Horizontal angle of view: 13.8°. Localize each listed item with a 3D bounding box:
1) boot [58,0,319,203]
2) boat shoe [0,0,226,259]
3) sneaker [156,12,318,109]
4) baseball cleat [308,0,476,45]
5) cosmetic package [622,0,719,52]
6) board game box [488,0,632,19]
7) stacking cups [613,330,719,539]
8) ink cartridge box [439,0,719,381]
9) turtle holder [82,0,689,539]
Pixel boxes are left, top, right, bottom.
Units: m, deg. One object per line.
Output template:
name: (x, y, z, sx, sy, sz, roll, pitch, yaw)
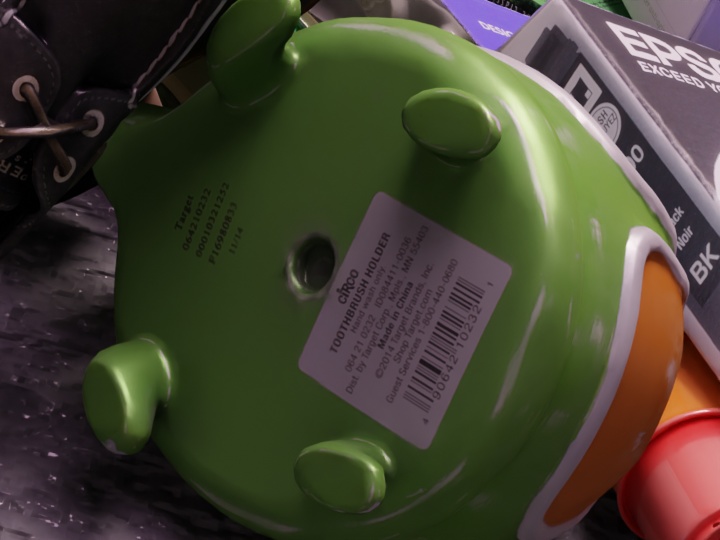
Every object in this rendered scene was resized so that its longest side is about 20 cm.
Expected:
boot: (-0.070, -0.099, 0.842, 0.074, 0.200, 0.097, -14, 74, -44)
boat shoe: (-0.094, -0.036, 0.759, 0.068, 0.200, 0.057, 32, 26, -36)
sneaker: (-0.036, -0.062, 0.915, 0.200, 0.089, 0.077, 32, 63, 35)
baseball cleat: (0.020, -0.088, 1.040, 0.106, 0.070, 0.200, -8, 37, -40)
cosmetic package: (0.201, -0.114, 1.147, 0.199, 0.085, 0.108, 11, 34, -24)
board game box: (0.119, -0.116, 1.206, 0.105, 0.024, 0.199, 36, 32, 29)
stacking cups: (0.082, 0.024, 0.876, 0.060, 0.061, 0.200, 5, 30, -23)
ink cartridge box: (0.138, -0.023, 0.934, 0.197, 0.043, 0.200, 15, 29, -41)
turtle holder: (0.002, 0.010, 0.798, 0.185, 0.142, 0.131, -8, -16, 38)
